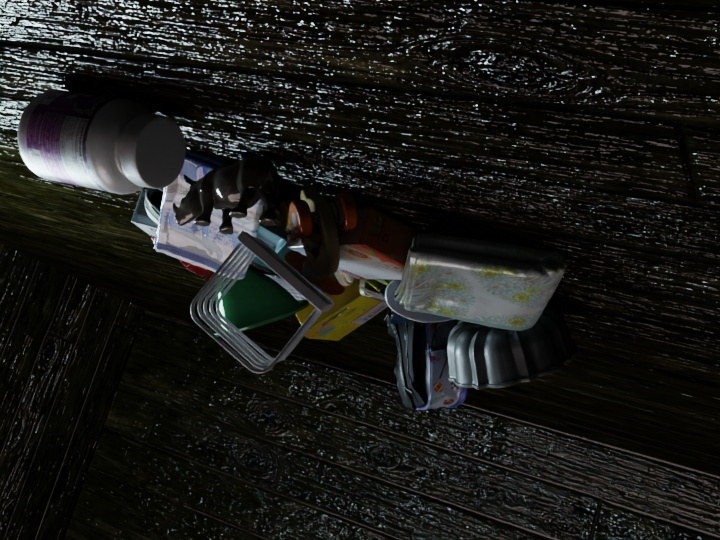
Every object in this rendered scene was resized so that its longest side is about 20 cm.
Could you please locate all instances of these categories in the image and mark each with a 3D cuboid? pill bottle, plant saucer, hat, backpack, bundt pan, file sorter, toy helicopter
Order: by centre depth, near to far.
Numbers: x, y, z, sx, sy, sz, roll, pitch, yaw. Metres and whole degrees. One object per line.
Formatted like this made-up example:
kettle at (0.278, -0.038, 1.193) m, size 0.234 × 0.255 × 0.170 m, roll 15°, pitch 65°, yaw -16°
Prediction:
pill bottle at (-0.307, -0.153, 1.147) m, size 0.197 × 0.114 × 0.112 m, roll 12°, pitch 168°, yaw 32°
file sorter at (-0.128, 0.046, 1.258) m, size 0.138 × 0.125 × 0.200 m, roll 40°, pitch 180°, yaw 2°
toy helicopter at (-0.068, -0.046, 1.274) m, size 0.078 × 0.135 × 0.200 m, roll -11°, pitch -161°, yaw -19°
plant saucer at (-0.194, -0.086, 1.358) m, size 0.198 × 0.019 × 0.070 m, roll 32°, pitch 154°, yaw -11°
bundt pan at (0.216, 0.100, 1.412) m, size 0.198 × 0.077 × 0.202 m, roll -15°, pitch -170°, yaw 3°
hat at (-0.193, -0.003, 1.511) m, size 0.197 × 0.179 × 0.165 m, roll -19°, pitch -174°, yaw -28°
backpack at (0.129, 0.147, 1.676) m, size 0.151 × 0.194 × 0.200 m, roll 4°, pitch 172°, yaw -11°

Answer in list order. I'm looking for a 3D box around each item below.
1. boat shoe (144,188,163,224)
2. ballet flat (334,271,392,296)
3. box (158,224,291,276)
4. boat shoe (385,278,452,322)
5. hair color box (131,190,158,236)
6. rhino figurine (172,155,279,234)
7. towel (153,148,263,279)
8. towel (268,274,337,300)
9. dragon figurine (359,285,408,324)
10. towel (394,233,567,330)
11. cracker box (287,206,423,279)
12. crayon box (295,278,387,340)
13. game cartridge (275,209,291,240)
boat shoe at (-0.264, -0.068, 1.550) m, size 0.198 × 0.071 × 0.064 m, roll 30°, pitch 165°, yaw -2°
ballet flat at (0.000, 0.000, 1.496) m, size 0.198 × 0.068 × 0.066 m, roll 26°, pitch 165°, yaw -33°
box at (-0.205, -0.051, 1.474) m, size 0.082 × 0.050 × 0.199 m, roll 7°, pitch 164°, yaw 47°
boat shoe at (0.132, 0.037, 1.400) m, size 0.196 × 0.071 × 0.066 m, roll -3°, pitch 179°, yaw -5°
hair color box at (-0.315, -0.072, 1.697) m, size 0.097 × 0.062 × 0.200 m, roll 15°, pitch 169°, yaw 15°
rhino figurine at (-0.176, -0.094, 1.214) m, size 0.198 × 0.089 × 0.059 m, roll -6°, pitch 156°, yaw 43°
towel at (-0.211, -0.074, 1.332) m, size 0.145 × 0.024 × 0.201 m, roll 20°, pitch 136°, yaw -2°
towel at (-0.143, -0.009, 1.650) m, size 0.197 × 0.087 × 0.166 m, roll 14°, pitch 167°, yaw 25°
dragon figurine at (0.068, 0.044, 1.465) m, size 0.198 × 0.060 × 0.099 m, roll -12°, pitch 166°, yaw -36°
towel at (0.147, 0.017, 1.222) m, size 0.196 × 0.049 × 0.172 m, roll 8°, pitch 156°, yaw -1°
cracker box at (0.004, -0.035, 1.339) m, size 0.133 × 0.059 × 0.199 m, roll 24°, pitch 167°, yaw -31°
crayon box at (-0.029, 0.063, 1.621) m, size 0.051 × 0.126 × 0.200 m, roll 58°, pitch -171°, yaw 12°
game cartridge at (-0.174, -0.088, 1.452) m, size 0.128 × 0.039 × 0.200 m, roll 19°, pitch 170°, yaw 21°
